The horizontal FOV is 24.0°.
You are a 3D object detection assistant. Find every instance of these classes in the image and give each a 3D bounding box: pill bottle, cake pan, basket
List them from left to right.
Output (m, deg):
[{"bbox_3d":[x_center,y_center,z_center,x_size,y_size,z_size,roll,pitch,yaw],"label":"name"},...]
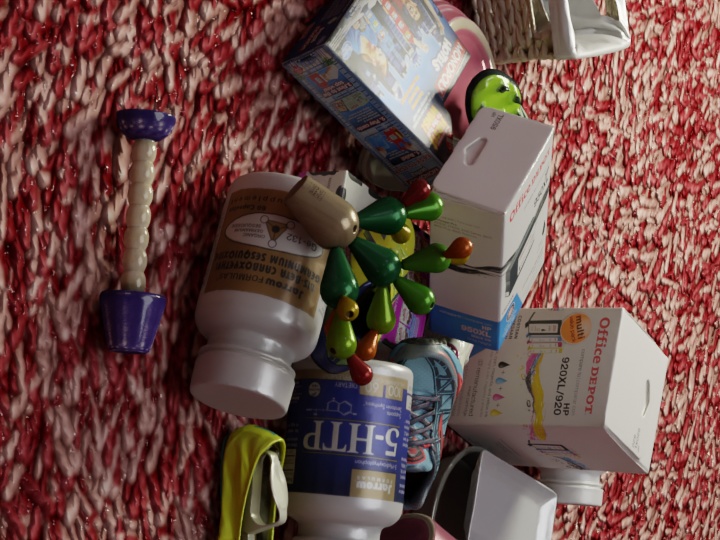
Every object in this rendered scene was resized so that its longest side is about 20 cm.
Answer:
[{"bbox_3d":[-0.086,0.024,1.513,0.114,0.114,0.201,41,56,-50],"label":"pill bottle"},{"bbox_3d":[-0.015,0.189,1.617,0.119,0.119,0.202,19,73,-56],"label":"pill bottle"},{"bbox_3d":[0.113,0.297,1.894,0.200,0.036,0.202,4,86,-58],"label":"cake pan"},{"bbox_3d":[0.223,-0.313,1.994,0.200,0.123,0.137,-20,102,-59],"label":"basket"},{"bbox_3d":[0.259,0.184,2.065,0.109,0.108,0.202,18,74,-56],"label":"pill bottle"}]

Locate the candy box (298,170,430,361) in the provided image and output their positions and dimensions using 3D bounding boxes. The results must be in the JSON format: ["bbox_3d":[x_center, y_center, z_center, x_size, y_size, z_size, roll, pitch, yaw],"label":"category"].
[{"bbox_3d":[0.000,0.000,1.701,0.200,0.061,0.137,36,60,-53],"label":"candy box"}]

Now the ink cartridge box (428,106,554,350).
[{"bbox_3d":[0.132,-0.042,1.730,0.201,0.084,0.145,87,26,-46],"label":"ink cartridge box"}]

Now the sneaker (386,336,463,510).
[{"bbox_3d":[0.061,0.160,1.708,0.096,0.079,0.201,-85,178,-53],"label":"sneaker"}]

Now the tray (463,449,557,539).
[{"bbox_3d":[0.168,0.281,1.925,0.200,0.022,0.108,35,60,-52],"label":"tray"}]

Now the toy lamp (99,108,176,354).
[{"bbox_3d":[-0.185,-0.032,1.411,0.058,0.058,0.202,13,79,-57],"label":"toy lamp"}]

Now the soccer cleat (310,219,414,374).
[{"bbox_3d":[0.016,0.014,1.580,0.065,0.084,0.201,40,50,-15],"label":"soccer cleat"}]

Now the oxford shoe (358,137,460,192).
[{"bbox_3d":[0.085,-0.109,1.795,0.199,0.058,0.076,8,112,-37],"label":"oxford shoe"}]

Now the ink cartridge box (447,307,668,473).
[{"bbox_3d":[0.226,0.135,1.927,0.145,0.199,0.148,41,55,-50],"label":"ink cartridge box"}]

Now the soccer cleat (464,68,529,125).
[{"bbox_3d":[0.141,-0.171,1.812,0.068,0.081,0.200,-44,154,2],"label":"soccer cleat"}]

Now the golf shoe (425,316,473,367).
[{"bbox_3d":[0.092,0.096,1.837,0.092,0.075,0.201,44,54,-52],"label":"golf shoe"}]

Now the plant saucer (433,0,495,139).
[{"bbox_3d":[0.097,-0.202,1.872,0.200,0.051,0.202,5,85,-58],"label":"plant saucer"}]

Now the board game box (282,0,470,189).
[{"bbox_3d":[0.034,-0.194,1.716,0.200,0.061,0.200,54,41,-22],"label":"board game box"}]

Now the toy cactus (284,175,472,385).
[{"bbox_3d":[0.005,-0.016,1.472,0.165,0.102,0.200,42,66,-14],"label":"toy cactus"}]

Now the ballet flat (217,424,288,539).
[{"bbox_3d":[-0.097,0.241,1.534,0.067,0.067,0.202,14,78,-57],"label":"ballet flat"}]

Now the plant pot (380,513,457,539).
[{"bbox_3d":[0.070,0.352,1.702,0.179,0.199,0.200,53,45,-21],"label":"plant pot"}]
